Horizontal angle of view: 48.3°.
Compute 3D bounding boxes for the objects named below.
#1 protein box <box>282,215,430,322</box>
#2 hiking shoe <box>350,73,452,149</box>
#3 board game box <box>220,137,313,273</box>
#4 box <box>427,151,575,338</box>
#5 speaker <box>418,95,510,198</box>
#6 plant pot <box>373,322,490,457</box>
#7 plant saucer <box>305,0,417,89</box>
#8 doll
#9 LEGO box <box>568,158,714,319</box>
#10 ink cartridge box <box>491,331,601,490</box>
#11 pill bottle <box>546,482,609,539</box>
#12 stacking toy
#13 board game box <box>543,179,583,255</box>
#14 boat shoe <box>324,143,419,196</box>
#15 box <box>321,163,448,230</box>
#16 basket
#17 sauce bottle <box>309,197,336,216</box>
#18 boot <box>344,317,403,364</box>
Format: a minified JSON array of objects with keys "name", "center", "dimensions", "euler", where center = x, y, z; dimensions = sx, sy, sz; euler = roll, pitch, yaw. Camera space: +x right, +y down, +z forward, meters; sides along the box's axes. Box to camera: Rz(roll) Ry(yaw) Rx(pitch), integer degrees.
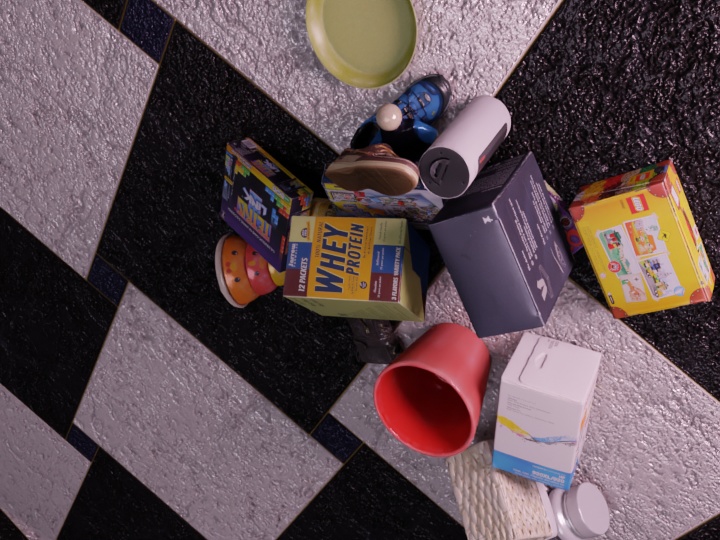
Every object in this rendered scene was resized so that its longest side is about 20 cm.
[{"name":"protein box","center":[0.000,0.000,1.363],"dimensions":[0.196,0.198,0.138],"euler":[2,79,17]},{"name":"hiking shoe","center":[0.065,-0.238,1.288],"dimensions":[0.199,0.087,0.075],"euler":[-32,101,40]},{"name":"board game box","center":[-0.179,-0.122,1.484],"dimensions":[0.199,0.056,0.167],"euler":[40,133,31]},{"name":"box","center":[0.219,-0.040,1.213],"dimensions":[0.116,0.200,0.199],"euler":[-14,110,35]},{"name":"speaker","center":[0.156,-0.186,1.190],"dimensions":[0.080,0.200,0.082],"euler":[15,127,21]},{"name":"plant pot","center":[0.145,0.202,1.459],"dimensions":[0.197,0.177,0.204],"euler":[15,126,22]},{"name":"plant saucer","center":[0.005,-0.389,1.265],"dimensions":[0.197,0.031,0.203],"euler":[16,126,22]},{"name":"doll","center":[0.071,-0.190,1.263],"dimensions":[0.134,0.049,0.200],"euler":[-9,152,20]},{"name":"LEGO box","center":[0.422,-0.042,1.205],"dimensions":[0.147,0.077,0.202],"euler":[-15,110,36]},{"name":"ink cartridge box","center":[0.322,0.242,1.399],"dimensions":[0.142,0.147,0.203],"euler":[14,126,22]},{"name":"pill bottle","center":[0.370,0.483,1.545],"dimensions":[0.113,0.113,0.199],"euler":[49,131,-6]},{"name":"stacking toy","center":[-0.172,-0.016,1.568],"dimensions":[0.196,0.147,0.148],"euler":[-12,114,15]},{"name":"board game box","center":[0.274,-0.043,1.328],"dimensions":[0.120,0.032,0.200],"euler":[41,131,-4]},{"name":"boat shoe","center":[0.023,-0.160,1.198],"dimensions":[0.072,0.073,0.199],"euler":[38,164,-29]},{"name":"box","center":[0.046,-0.120,1.329],"dimensions":[0.196,0.038,0.137],"euler":[6,158,14]},{"name":"basket","center":[0.258,0.419,1.505],"dimensions":[0.135,0.122,0.203],"euler":[-37,58,41]},{"name":"sauce bottle","center":[-0.013,-0.092,1.443],"dimensions":[0.197,0.066,0.067],"euler":[7,123,26]},{"name":"boot","center":[0.047,0.103,1.539],"dimensions":[0.197,0.069,0.176],"euler":[-8,120,38]}]
